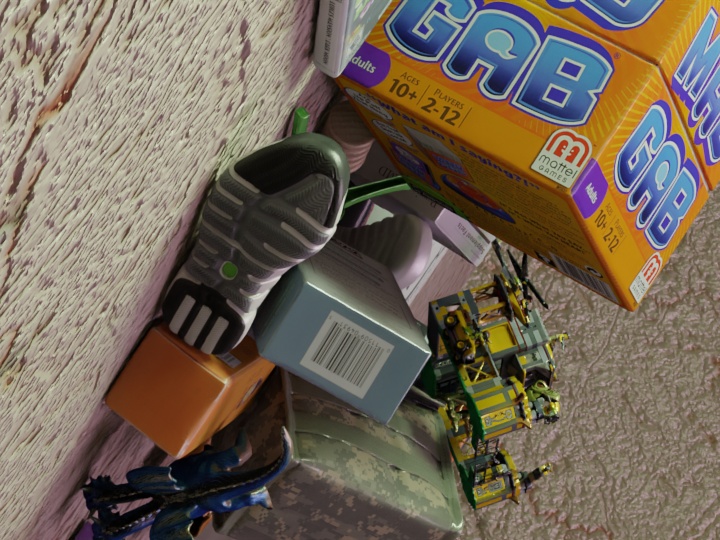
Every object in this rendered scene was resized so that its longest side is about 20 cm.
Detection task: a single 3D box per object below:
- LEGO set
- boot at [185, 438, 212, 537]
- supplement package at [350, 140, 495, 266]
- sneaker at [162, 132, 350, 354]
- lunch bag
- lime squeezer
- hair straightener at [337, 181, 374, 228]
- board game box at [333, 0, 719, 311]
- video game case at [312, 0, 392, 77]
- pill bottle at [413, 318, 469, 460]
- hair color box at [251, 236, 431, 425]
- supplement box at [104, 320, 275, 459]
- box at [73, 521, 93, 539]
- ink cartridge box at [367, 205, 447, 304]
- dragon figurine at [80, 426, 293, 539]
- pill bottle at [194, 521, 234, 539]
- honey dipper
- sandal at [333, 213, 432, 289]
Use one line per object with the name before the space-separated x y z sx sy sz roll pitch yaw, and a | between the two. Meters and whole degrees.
LEGO set | 0.122 0.084 1.727 0.115 0.155 0.201 -18 146 -9
boot | -0.111 0.156 1.865 0.145 0.070 0.201 -63 162 -15
supplement package | 0.087 -0.126 1.709 0.201 0.113 0.110 -57 153 -4
sneaker | -0.053 -0.043 1.409 0.200 0.075 0.116 -49 -174 44
lunch bag | -0.022 0.122 1.690 0.118 0.163 0.201 -46 -148 29
lime squeezer | -0.023 -0.059 1.545 0.070 0.038 0.200 -25 160 16
hair straightener | 0.009 -0.084 1.774 0.201 0.041 0.077 -59 174 14
board game box | 0.134 -0.132 1.497 0.201 0.199 0.200 -56 153 -8
video game case | 0.037 -0.227 1.344 0.201 0.023 0.182 -55 173 -15
pill bottle | 0.011 0.079 1.862 0.107 0.199 0.106 -56 175 -7
hair color box | -0.022 0.026 1.525 0.061 0.098 0.200 -57 -165 10
supplement box | -0.105 0.066 1.533 0.067 0.069 0.200 -56 173 12
box | -0.226 0.270 1.741 0.137 0.039 0.200 -55 174 -10
ink cartridge box | 0.033 -0.036 2.008 0.146 0.083 0.200 -54 173 -26
dragon figurine | -0.117 0.151 1.510 0.099 0.059 0.199 -21 -177 -32
pill bottle | -0.100 0.203 2.021 0.120 0.119 0.200 -59 174 21
honey dipper | -0.027 -0.062 1.650 0.038 0.038 0.200 -53 176 -28
sandal | -0.003 0.007 1.710 0.202 0.050 0.083 -9 -123 58
